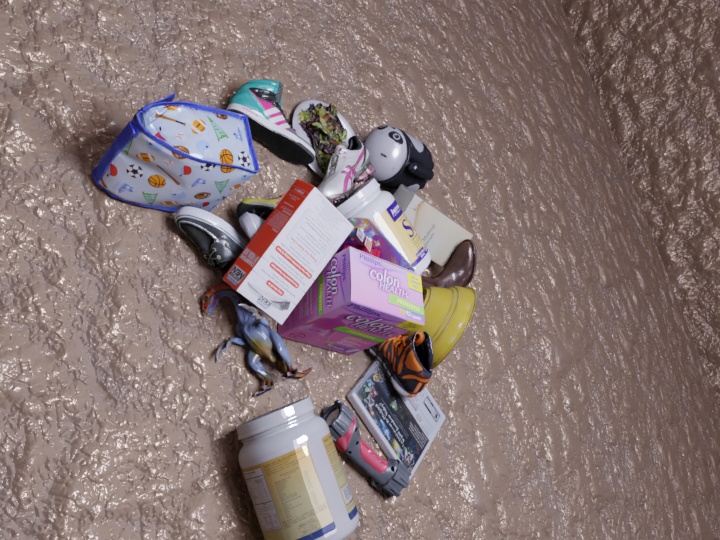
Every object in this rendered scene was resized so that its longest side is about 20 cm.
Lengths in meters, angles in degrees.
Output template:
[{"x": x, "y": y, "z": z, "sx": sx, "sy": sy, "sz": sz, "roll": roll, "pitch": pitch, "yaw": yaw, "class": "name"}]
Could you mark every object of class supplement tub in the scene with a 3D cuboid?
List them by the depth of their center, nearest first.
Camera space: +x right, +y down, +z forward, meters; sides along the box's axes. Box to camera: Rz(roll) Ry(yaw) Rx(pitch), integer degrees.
[{"x": -0.097, "y": 0.306, "z": 0.955, "sx": 0.143, "sy": 0.143, "sz": 0.204, "roll": -12, "pitch": 79, "yaw": -48, "class": "supplement tub"}, {"x": 0.034, "y": -0.066, "z": 1.284, "sx": 0.202, "sy": 0.144, "sz": 0.146, "roll": 55, "pitch": 41, "yaw": -10, "class": "supplement tub"}]

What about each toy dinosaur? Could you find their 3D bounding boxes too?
[{"x": -0.182, "y": 0.108, "z": 1.050, "sx": 0.184, "sy": 0.104, "sz": 0.200, "roll": 61, "pitch": 5, "yaw": 13, "class": "toy dinosaur"}]

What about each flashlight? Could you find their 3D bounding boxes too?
[{"x": 0.011, "y": 0.313, "z": 1.124, "sx": 0.200, "sy": 0.067, "sz": 0.069, "roll": 45, "pitch": 49, "yaw": -19, "class": "flashlight"}]

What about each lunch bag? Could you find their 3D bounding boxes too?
[{"x": -0.286, "y": -0.175, "z": 0.984, "sx": 0.198, "sy": 0.169, "sz": 0.126, "roll": -1, "pitch": 67, "yaw": -45, "class": "lunch bag"}]

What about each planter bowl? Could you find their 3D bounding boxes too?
[{"x": 0.136, "y": 0.096, "z": 1.278, "sx": 0.083, "sy": 0.200, "sz": 0.202, "roll": 34, "pitch": 47, "yaw": -10, "class": "planter bowl"}]

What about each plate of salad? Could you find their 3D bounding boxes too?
[{"x": -0.061, "y": -0.277, "z": 1.368, "sx": 0.198, "sy": 0.048, "sz": 0.204, "roll": 23, "pitch": 55, "yaw": -37, "class": "plate of salad"}]

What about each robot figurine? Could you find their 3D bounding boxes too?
[{"x": 0.084, "y": -0.247, "z": 1.432, "sx": 0.198, "sy": 0.148, "sz": 0.128, "roll": 14, "pitch": 67, "yaw": -51, "class": "robot figurine"}]

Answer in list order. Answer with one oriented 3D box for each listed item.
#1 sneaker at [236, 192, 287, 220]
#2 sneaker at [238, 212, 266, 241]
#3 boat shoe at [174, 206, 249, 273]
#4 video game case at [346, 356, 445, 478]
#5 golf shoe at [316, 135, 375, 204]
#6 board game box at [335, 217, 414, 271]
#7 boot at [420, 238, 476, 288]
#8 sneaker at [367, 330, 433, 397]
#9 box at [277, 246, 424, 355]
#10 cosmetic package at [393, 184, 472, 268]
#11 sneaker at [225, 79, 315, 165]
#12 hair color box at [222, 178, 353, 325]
[{"x": -0.146, "y": -0.104, "z": 1.178, "sx": 0.198, "sy": 0.078, "sz": 0.091, "roll": 10, "pitch": 43, "yaw": -44, "class": "sneaker"}, {"x": -0.119, "y": -0.065, "z": 1.104, "sx": 0.075, "sy": 0.115, "sz": 0.200, "roll": 49, "pitch": 2, "yaw": 38, "class": "sneaker"}, {"x": -0.222, "y": -0.029, "z": 1.055, "sx": 0.199, "sy": 0.068, "sz": 0.057, "roll": 38, "pitch": 47, "yaw": -30, "class": "boat shoe"}, {"x": 0.074, "y": 0.267, "z": 1.249, "sx": 0.202, "sy": 0.023, "sz": 0.182, "roll": 57, "pitch": 40, "yaw": -9, "class": "video game case"}, {"x": -0.043, "y": -0.196, "z": 1.272, "sx": 0.200, "sy": 0.071, "sz": 0.093, "roll": -51, "pitch": 123, "yaw": -49, "class": "golf shoe"}, {"x": 0.000, "y": 0.000, "z": 1.201, "sx": 0.200, "sy": 0.157, "sz": 0.039, "roll": 47, "pitch": 33, "yaw": -18, "class": "board game box"}, {"x": 0.154, "y": 0.012, "z": 1.378, "sx": 0.197, "sy": 0.064, "sz": 0.190, "roll": 8, "pitch": 102, "yaw": -42, "class": "boot"}, {"x": 0.073, "y": 0.130, "z": 1.219, "sx": 0.077, "sy": 0.113, "sz": 0.201, "roll": -20, "pitch": 65, "yaw": -43, "class": "sneaker"}, {"x": -0.018, "y": 0.061, "z": 1.122, "sx": 0.174, "sy": 0.198, "sz": 0.099, "roll": 20, "pitch": 55, "yaw": -39, "class": "box"}, {"x": 0.146, "y": -0.093, "z": 1.436, "sx": 0.198, "sy": 0.105, "sz": 0.073, "roll": 27, "pitch": 11, "yaw": -34, "class": "cosmetic package"}, {"x": -0.163, "y": -0.300, "z": 1.251, "sx": 0.198, "sy": 0.083, "sz": 0.123, "roll": 29, "pitch": 60, "yaw": -32, "class": "sneaker"}, {"x": -0.114, "y": -0.030, "z": 1.032, "sx": 0.201, "sy": 0.064, "sz": 0.111, "roll": -54, "pitch": 130, "yaw": -7, "class": "hair color box"}]
